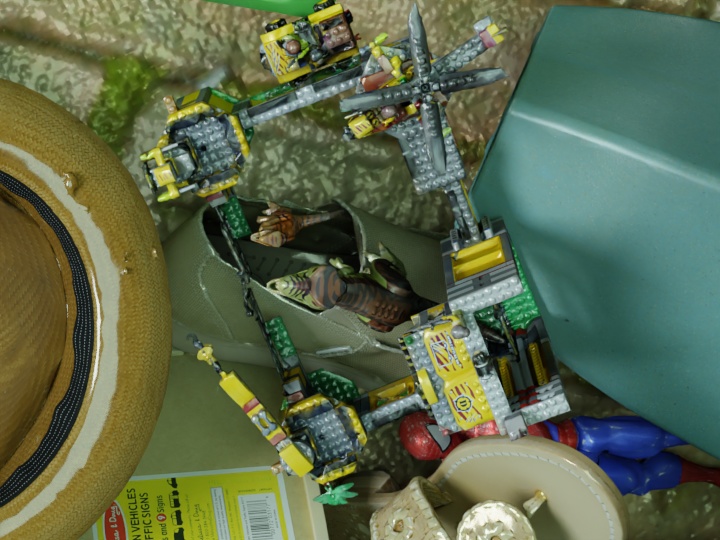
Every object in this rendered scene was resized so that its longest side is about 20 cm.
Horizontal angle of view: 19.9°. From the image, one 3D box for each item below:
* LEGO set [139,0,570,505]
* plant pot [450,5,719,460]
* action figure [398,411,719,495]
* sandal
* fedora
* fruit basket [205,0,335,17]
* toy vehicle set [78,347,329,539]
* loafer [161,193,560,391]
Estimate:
[{"bbox_3d":[0.000,0.000,0.808,0.153,0.116,0.201,-13,104,4],"label":"LEGO set"},{"bbox_3d":[0.149,-0.021,0.894,0.199,0.142,0.142,23,130,1],"label":"plant pot"},{"bbox_3d":[0.112,0.099,0.916,0.199,0.099,0.065,10,126,-24],"label":"action figure"},{"bbox_3d":[0.031,0.124,0.863,0.078,0.211,0.070,49,63,-13],"label":"sandal"},{"bbox_3d":[-0.170,0.023,0.800,0.199,0.082,0.202,-1,93,-20],"label":"fedora"},{"bbox_3d":[-0.030,-0.211,0.877,0.215,0.155,0.217,-23,120,-49],"label":"fruit basket"},{"bbox_3d":[-0.076,0.115,0.868,0.123,0.201,0.027,-3,138,-10],"label":"toy vehicle set"},{"bbox_3d":[0.004,0.010,0.911,0.199,0.068,0.076,4,56,-11],"label":"loafer"}]
